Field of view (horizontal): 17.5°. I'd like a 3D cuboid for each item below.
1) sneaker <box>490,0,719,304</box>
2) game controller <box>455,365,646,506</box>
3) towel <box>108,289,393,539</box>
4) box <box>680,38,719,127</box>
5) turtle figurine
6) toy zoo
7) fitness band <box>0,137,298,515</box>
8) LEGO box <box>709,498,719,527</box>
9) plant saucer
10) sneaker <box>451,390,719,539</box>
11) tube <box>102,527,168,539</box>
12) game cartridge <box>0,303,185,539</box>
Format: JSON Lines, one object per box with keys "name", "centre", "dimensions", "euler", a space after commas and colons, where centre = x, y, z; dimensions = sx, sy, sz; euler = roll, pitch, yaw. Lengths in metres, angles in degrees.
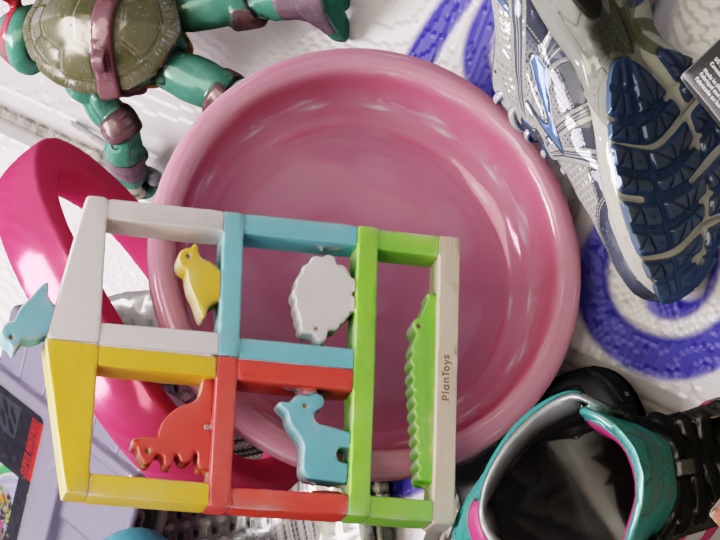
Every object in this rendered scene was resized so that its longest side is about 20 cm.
{"name": "sneaker", "centre": [0.106, -0.080, 1.061], "dimensions": [0.085, 0.077, 0.202], "euler": [-18, 89, 55]}
{"name": "game controller", "centre": [0.106, 0.148, 1.060], "dimensions": [0.104, 0.042, 0.201], "euler": [-29, 72, 39]}
{"name": "towel", "centre": [-0.075, 0.104, 1.158], "dimensions": [0.191, 0.034, 0.202], "euler": [-10, 80, 28]}
{"name": "box", "centre": [0.258, -0.091, 0.928], "dimensions": [0.200, 0.148, 0.125], "euler": [-44, 66, 19]}
{"name": "turtle figurine", "centre": [-0.109, -0.110, 1.164], "dimensions": [0.198, 0.101, 0.151], "euler": [6, 93, 21]}
{"name": "toy zoo", "centre": [-0.056, 0.039, 1.005], "dimensions": [0.198, 0.020, 0.132], "euler": [5, 72, -12]}
{"name": "fitness band", "centre": [-0.097, 0.025, 1.081], "dimensions": [0.037, 0.143, 0.201], "euler": [-39, 74, 21]}
{"name": "LEGO box", "centre": [0.240, 0.115, 0.891], "dimensions": [0.149, 0.200, 0.077], "euler": [45, 106, 25]}
{"name": "plant saucer", "centre": [0.000, 0.000, 1.069], "dimensions": [0.199, 0.051, 0.202], "euler": [3, 73, -10]}
{"name": "sneaker", "centre": [0.129, 0.084, 0.973], "dimensions": [0.199, 0.121, 0.084], "euler": [-21, 76, 3]}
{"name": "tube", "centre": [-0.070, 0.185, 1.029], "dimensions": [0.050, 0.078, 0.200], "euler": [-28, 35, -12]}
{"name": "game cartridge", "centre": [-0.154, 0.132, 1.161], "dimensions": [0.129, 0.038, 0.201], "euler": [29, 112, 36]}
